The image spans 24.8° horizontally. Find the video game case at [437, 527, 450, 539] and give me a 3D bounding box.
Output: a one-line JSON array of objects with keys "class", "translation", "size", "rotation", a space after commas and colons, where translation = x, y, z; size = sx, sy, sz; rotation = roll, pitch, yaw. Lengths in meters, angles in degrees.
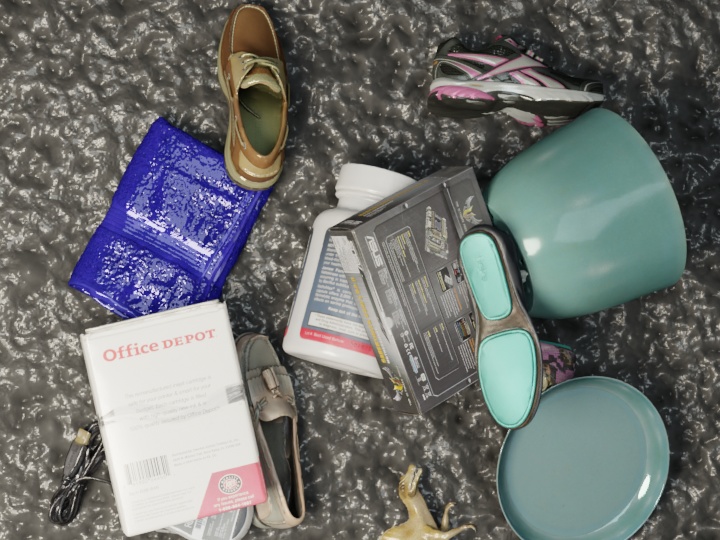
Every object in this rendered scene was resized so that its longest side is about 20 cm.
[{"class": "video game case", "translation": [0.062, 0.392, 1.713], "size": [0.182, 0.023, 0.200], "rotation": [46, 77, -6]}]

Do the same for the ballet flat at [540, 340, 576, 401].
[{"class": "ballet flat", "translation": [0.135, 0.092, 1.723], "size": [0.198, 0.069, 0.072], "rotation": [18, 65, -14]}]

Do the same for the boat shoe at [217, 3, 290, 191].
[{"class": "boat shoe", "translation": [-0.102, -0.183, 1.667], "size": [0.075, 0.074, 0.202], "rotation": [0, 68, -16]}]

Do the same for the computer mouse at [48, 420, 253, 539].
[{"class": "computer mouse", "translation": [-0.206, 0.228, 1.654], "size": [0.198, 0.044, 0.111], "rotation": [18, 81, -6]}]

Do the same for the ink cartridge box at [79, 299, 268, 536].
[{"class": "ink cartridge box", "translation": [-0.183, 0.141, 1.599], "size": [0.144, 0.085, 0.202], "rotation": [-12, 90, -10]}]

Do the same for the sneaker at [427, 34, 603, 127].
[{"class": "sneaker", "translation": [0.169, -0.210, 1.750], "size": [0.198, 0.080, 0.087], "rotation": [5, 75, -18]}]

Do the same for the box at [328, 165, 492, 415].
[{"class": "box", "translation": [0.072, 0.018, 1.622], "size": [0.158, 0.048, 0.202], "rotation": [-29, 106, -29]}]

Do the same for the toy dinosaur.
[{"class": "toy dinosaur", "translation": [0.065, 0.307, 1.690], "size": [0.100, 0.058, 0.202], "rotation": [7, 76, 2]}]

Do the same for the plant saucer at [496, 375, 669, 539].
[{"class": "plant saucer", "translation": [0.233, 0.206, 1.739], "size": [0.198, 0.027, 0.202], "rotation": [-4, 103, -15]}]

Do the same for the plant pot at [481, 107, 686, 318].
[{"class": "plant pot", "translation": [0.211, -0.043, 1.678], "size": [0.160, 0.200, 0.202], "rotation": [-24, 92, -16]}]

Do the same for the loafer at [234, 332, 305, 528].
[{"class": "loafer", "translation": [-0.087, 0.162, 1.665], "size": [0.071, 0.063, 0.202], "rotation": [-7, 91, -41]}]

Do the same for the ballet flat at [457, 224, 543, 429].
[{"class": "ballet flat", "translation": [0.143, 0.052, 1.601], "size": [0.072, 0.073, 0.202], "rotation": [-13, 93, -13]}]

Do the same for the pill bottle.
[{"class": "pill bottle", "translation": [0.000, 0.000, 1.674], "size": [0.118, 0.120, 0.202], "rotation": [16, 84, -11]}]

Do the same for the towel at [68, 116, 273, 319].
[{"class": "towel", "translation": [-0.190, -0.038, 1.670], "size": [0.147, 0.050, 0.201], "rotation": [28, 81, -10]}]
